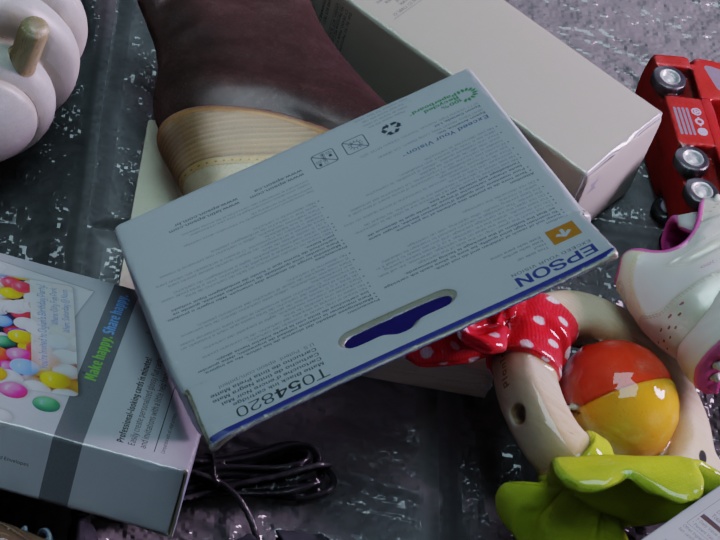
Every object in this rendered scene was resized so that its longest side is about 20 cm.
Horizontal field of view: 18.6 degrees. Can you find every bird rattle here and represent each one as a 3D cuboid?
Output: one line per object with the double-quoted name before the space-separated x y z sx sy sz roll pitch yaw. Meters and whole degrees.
"bird rattle" 0.104 0.066 1.097 0.163 0.113 0.200 0 49 -46

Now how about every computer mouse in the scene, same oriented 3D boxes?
"computer mouse" -0.057 0.152 0.996 0.140 0.046 0.200 -1 50 -19

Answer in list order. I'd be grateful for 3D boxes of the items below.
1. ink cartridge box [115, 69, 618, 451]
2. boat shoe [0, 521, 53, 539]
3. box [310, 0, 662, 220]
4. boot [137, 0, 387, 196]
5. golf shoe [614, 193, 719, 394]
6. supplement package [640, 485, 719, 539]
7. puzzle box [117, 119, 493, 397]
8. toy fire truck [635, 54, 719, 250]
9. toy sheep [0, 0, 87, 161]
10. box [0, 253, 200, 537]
"ink cartridge box" 0.000 0.000 1.015 0.200 0.041 0.200 -24 33 -4
"boat shoe" -0.160 0.148 0.962 0.200 0.072 0.072 42 35 23
"box" 0.064 -0.106 1.248 0.200 0.068 0.082 39 51 18
"boot" -0.014 -0.098 1.179 0.200 0.072 0.166 -3 53 -15
"golf shoe" 0.215 -0.018 1.150 0.092 0.075 0.200 39 52 25
"supplement package" 0.191 0.163 1.014 0.200 0.114 0.110 -28 61 -34
"puzzle box" -0.025 -0.007 1.162 0.200 0.025 0.133 12 47 -7
"toy fire truck" 0.239 -0.038 1.252 0.141 0.049 0.200 4 48 -14
"toy sheep" -0.204 -0.123 1.141 0.138 0.138 0.200 7 56 -10
"box" -0.169 0.044 1.030 0.200 0.041 0.156 15 25 -2
